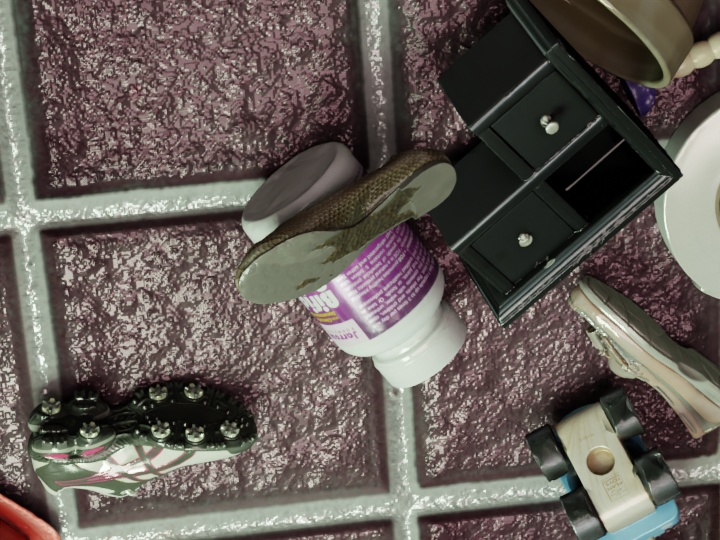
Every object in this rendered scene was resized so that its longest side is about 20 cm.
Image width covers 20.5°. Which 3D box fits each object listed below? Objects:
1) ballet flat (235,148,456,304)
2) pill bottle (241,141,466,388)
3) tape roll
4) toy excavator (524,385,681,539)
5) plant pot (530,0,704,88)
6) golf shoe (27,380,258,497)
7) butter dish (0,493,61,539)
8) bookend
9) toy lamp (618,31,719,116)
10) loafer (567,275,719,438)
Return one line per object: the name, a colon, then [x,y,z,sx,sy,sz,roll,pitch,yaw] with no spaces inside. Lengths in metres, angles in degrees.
ballet flat: [-0.016,-0.040,1.574,0.200,0.046,0.068,-33,139,-10]
pill bottle: [0.000,0.000,1.668,0.112,0.112,0.200,-36,110,8]
tape roll: [0.354,-0.066,1.726,0.202,0.037,0.204,-3,111,-7]
toy excavator: [0.245,0.220,1.795,0.100,0.200,0.195,-29,67,6]
plant pot: [0.208,-0.270,1.564,0.200,0.200,0.174,38,85,-18]
golf shoe: [-0.188,0.150,1.736,0.199,0.077,0.088,-1,131,-4]
butter dish: [-0.384,0.279,1.711,0.199,0.148,0.200,34,103,-18]
bookend: [0.123,-0.089,1.624,0.199,0.092,0.200,-41,131,10]
toy lamp: [0.313,-0.193,1.661,0.199,0.058,0.058,-27,112,5]
loafer: [0.252,0.083,1.756,0.200,0.072,0.063,35,111,-21]
